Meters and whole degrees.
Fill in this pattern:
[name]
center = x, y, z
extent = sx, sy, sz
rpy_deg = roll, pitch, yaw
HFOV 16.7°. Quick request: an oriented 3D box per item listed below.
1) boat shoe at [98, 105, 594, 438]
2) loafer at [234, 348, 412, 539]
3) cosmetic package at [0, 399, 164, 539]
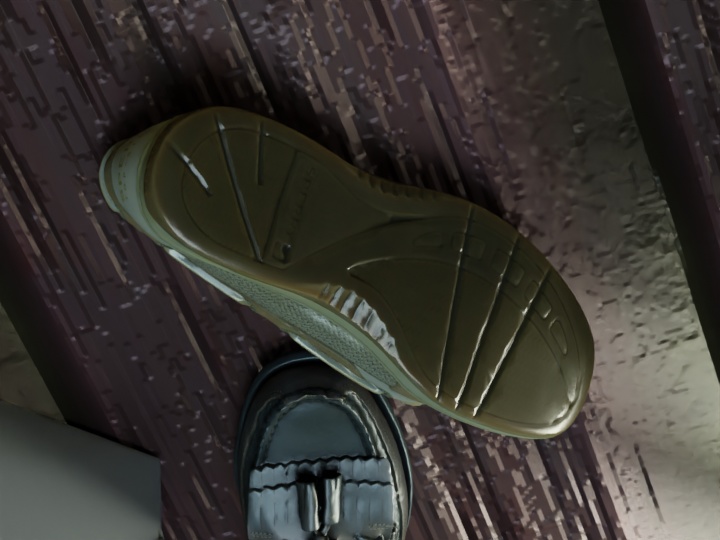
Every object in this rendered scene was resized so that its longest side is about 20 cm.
[boat shoe]
center = -0.002, 0.002, 0.894
extent = 0.200, 0.063, 0.074
rpy_deg = 25, 78, -27
[loafer]
center = -0.012, 0.124, 0.983
extent = 0.071, 0.063, 0.201
rpy_deg = -3, 129, -2
[cosmetic package]
center = -0.176, 0.100, 0.921
extent = 0.199, 0.113, 0.081
rpy_deg = 25, 122, -19
